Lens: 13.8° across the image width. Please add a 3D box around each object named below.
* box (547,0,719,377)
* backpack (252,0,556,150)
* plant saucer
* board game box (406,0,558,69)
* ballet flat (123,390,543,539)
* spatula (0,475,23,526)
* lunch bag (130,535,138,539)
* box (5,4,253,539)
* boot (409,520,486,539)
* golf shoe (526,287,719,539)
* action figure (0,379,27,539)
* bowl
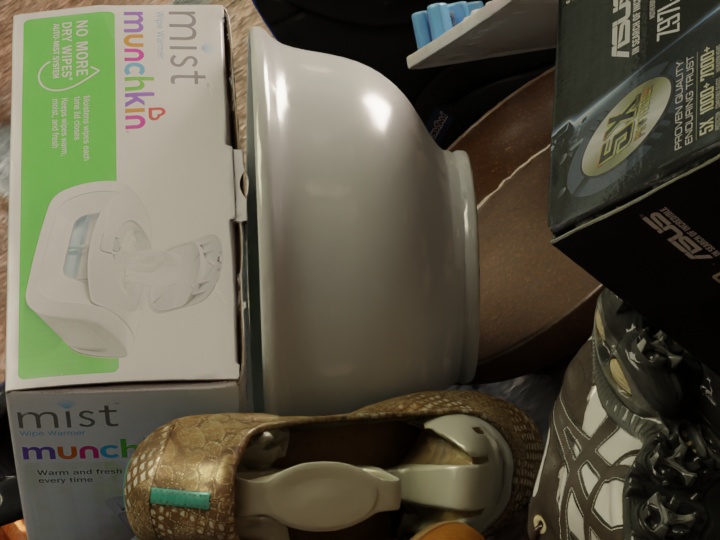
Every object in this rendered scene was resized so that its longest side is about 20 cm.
[{"bbox_3d":[0.153,-0.061,1.066,0.086,0.164,0.200,-27,42,34],"label":"box"},{"bbox_3d":[0.071,-0.159,1.445,0.200,0.163,0.168,-25,23,32],"label":"backpack"},{"bbox_3d":[0.085,-0.021,1.313,0.200,0.034,0.200,-34,28,21],"label":"plant saucer"},{"bbox_3d":[0.134,-0.126,1.258,0.200,0.026,0.200,-10,-3,-12],"label":"board game box"},{"bbox_3d":[0.006,0.083,1.114,0.200,0.071,0.065,-5,6,-38],"label":"ballet flat"},{"bbox_3d":[-0.091,0.073,1.323,0.200,0.021,0.057,-26,53,-29],"label":"spatula"},{"bbox_3d":[-0.087,0.180,1.092,0.161,0.082,0.200,-52,11,8],"label":"lunch bag"},{"bbox_3d":[-0.091,0.022,1.229,0.097,0.177,0.200,-3,52,-1],"label":"box"},{"bbox_3d":[0.056,0.160,1.006,0.144,0.071,0.201,-13,36,36],"label":"boot"},{"bbox_3d":[0.106,0.093,1.055,0.095,0.078,0.200,-57,18,32],"label":"golf shoe"},{"bbox_3d":[-0.184,0.139,1.391,0.200,0.105,0.193,-43,12,23],"label":"action figure"},{"bbox_3d":[0.000,0.000,1.216,0.090,0.201,0.201,-1,25,-4],"label":"bowl"}]
